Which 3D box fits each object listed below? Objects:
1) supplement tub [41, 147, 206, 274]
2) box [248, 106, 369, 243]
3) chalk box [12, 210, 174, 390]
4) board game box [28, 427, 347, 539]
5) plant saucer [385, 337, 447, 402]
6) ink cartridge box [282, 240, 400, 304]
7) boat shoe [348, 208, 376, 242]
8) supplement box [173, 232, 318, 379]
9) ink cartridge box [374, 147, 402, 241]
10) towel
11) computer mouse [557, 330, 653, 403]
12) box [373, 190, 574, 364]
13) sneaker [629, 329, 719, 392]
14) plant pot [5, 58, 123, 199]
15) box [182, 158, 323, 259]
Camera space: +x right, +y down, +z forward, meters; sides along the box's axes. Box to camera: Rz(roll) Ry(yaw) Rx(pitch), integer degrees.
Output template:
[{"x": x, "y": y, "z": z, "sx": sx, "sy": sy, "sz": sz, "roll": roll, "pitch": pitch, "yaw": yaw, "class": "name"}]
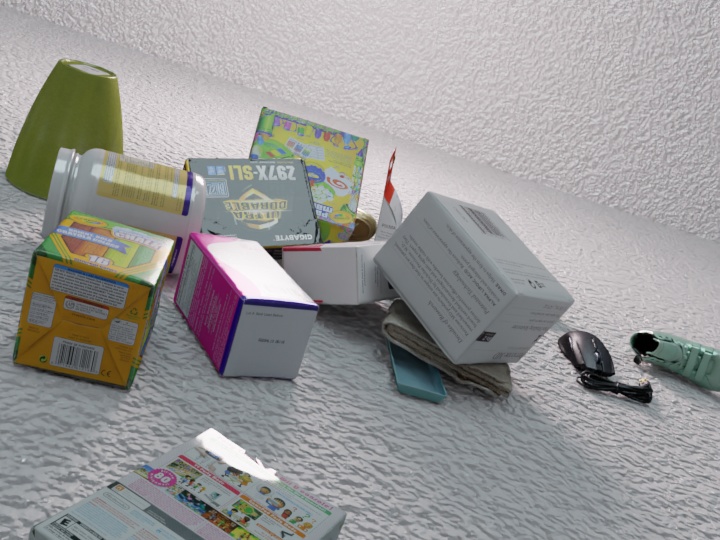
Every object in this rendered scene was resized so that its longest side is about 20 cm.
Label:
[{"x": -0.323, "y": -0.083, "z": 1.150, "sx": 0.197, "sy": 0.147, "sz": 0.146, "roll": 13, "pitch": 18, "yaw": -18, "class": "supplement tub"}, {"x": -0.105, "y": -0.148, "z": 1.458, "sx": 0.197, "sy": 0.122, "sz": 0.195, "roll": 16, "pitch": 59, "yaw": -10, "class": "box"}, {"x": -0.281, "y": 0.019, "z": 0.915, "sx": 0.123, "sy": 0.125, "sz": 0.200, "roll": 15, "pitch": 18, "yaw": -11, "class": "chalk box"}, {"x": -0.121, "y": 0.206, "z": 0.617, "sx": 0.146, "sy": 0.065, "sz": 0.199, "roll": 26, "pitch": 20, "yaw": 21, "class": "board game box"}, {"x": 0.070, "y": 0.124, "z": 1.146, "sx": 0.069, "sy": 0.019, "sz": 0.200, "roll": 16, "pitch": 16, "yaw": -9, "class": "plant saucer"}, {"x": 0.000, "y": 0.000, "z": 1.260, "sx": 0.143, "sy": 0.086, "sz": 0.199, "roll": 1, "pitch": 4, "yaw": 37, "class": "ink cartridge box"}, {"x": -0.069, "y": -0.088, "z": 1.573, "sx": 0.197, "sy": 0.074, "sz": 0.063, "roll": 9, "pitch": 22, "yaw": 6, "class": "boat shoe"}, {"x": -0.147, "y": 0.040, "z": 1.032, "sx": 0.100, "sy": 0.105, "sz": 0.200, "roll": 7, "pitch": 22, "yaw": -32, "class": "supplement box"}, {"x": 0.061, "y": -0.116, "z": 1.557, "sx": 0.056, "sy": 0.203, "sz": 0.163, "roll": 16, "pitch": 17, "yaw": 1, "class": "ink cartridge box"}, {"x": 0.122, "y": 0.109, "z": 1.174, "sx": 0.198, "sy": 0.035, "sz": 0.133, "roll": 30, "pitch": 14, "yaw": 1, "class": "towel"}, {"x": 0.407, "y": 0.148, "z": 1.374, "sx": 0.138, "sy": 0.047, "sz": 0.200, "roll": 16, "pitch": 17, "yaw": -4, "class": "computer mouse"}, {"x": 0.158, "y": 0.014, "z": 1.162, "sx": 0.198, "sy": 0.131, "sz": 0.201, "roll": 7, "pitch": 39, "yaw": -54, "class": "box"}, {"x": 0.565, "y": 0.159, "z": 1.456, "sx": 0.117, "sy": 0.075, "sz": 0.199, "roll": 10, "pitch": 8, "yaw": -45, "class": "sneaker"}, {"x": -0.464, "y": -0.232, "z": 1.363, "sx": 0.185, "sy": 0.203, "sz": 0.187, "roll": 16, "pitch": 17, "yaw": -5, "class": "plant pot"}, {"x": -0.170, "y": -0.096, "z": 1.306, "sx": 0.197, "sy": 0.049, "sz": 0.162, "roll": -2, "pitch": 63, "yaw": -24, "class": "box"}]
